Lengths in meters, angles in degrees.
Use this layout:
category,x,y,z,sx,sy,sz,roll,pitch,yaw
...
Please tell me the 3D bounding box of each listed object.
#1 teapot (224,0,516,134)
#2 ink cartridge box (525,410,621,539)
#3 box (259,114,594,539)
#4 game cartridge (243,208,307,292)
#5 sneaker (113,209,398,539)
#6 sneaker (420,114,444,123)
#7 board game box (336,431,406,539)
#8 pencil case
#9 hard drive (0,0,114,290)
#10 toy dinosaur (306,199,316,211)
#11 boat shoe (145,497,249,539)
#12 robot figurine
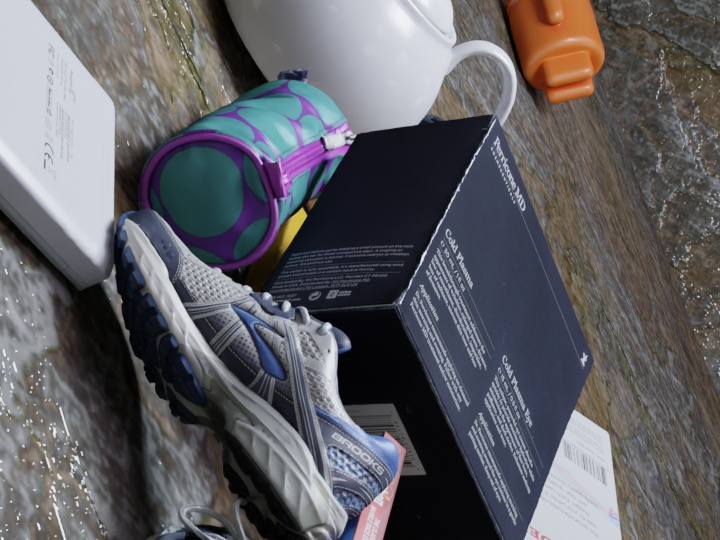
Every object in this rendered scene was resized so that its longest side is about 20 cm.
category,x,y,z,sx,sy,sz,roll,pitch,yaw
teapot,0.006,-0.188,1.326,0.199,0.145,0.200,61,15,20
ink cartridge box,0.107,0.167,1.282,0.145,0.088,0.201,35,27,-20
box,0.044,0.043,1.093,0.183,0.103,0.201,-59,134,-44
game cartridge,-0.018,0.076,1.183,0.201,0.032,0.177,60,18,-20
sneaker,-0.054,0.047,0.913,0.201,0.085,0.077,54,-25,16
sneaker,0.072,-0.091,1.597,0.079,0.079,0.201,60,16,-22
board game box,-0.028,0.161,0.905,0.019,0.103,0.200,40,21,-7
pencil case,-0.063,-0.063,1.094,0.200,0.091,0.086,-50,129,-70
hard drive,-0.181,-0.100,0.875,0.200,0.026,0.133,52,22,-43
toy dinosaur,0.000,0.000,1.306,0.106,0.060,0.201,3,53,-56
boat shoe,-0.077,0.147,0.830,0.076,0.061,0.200,65,14,11
robot figurine,0.261,-0.323,2.443,0.143,0.116,0.202,19,49,-42
